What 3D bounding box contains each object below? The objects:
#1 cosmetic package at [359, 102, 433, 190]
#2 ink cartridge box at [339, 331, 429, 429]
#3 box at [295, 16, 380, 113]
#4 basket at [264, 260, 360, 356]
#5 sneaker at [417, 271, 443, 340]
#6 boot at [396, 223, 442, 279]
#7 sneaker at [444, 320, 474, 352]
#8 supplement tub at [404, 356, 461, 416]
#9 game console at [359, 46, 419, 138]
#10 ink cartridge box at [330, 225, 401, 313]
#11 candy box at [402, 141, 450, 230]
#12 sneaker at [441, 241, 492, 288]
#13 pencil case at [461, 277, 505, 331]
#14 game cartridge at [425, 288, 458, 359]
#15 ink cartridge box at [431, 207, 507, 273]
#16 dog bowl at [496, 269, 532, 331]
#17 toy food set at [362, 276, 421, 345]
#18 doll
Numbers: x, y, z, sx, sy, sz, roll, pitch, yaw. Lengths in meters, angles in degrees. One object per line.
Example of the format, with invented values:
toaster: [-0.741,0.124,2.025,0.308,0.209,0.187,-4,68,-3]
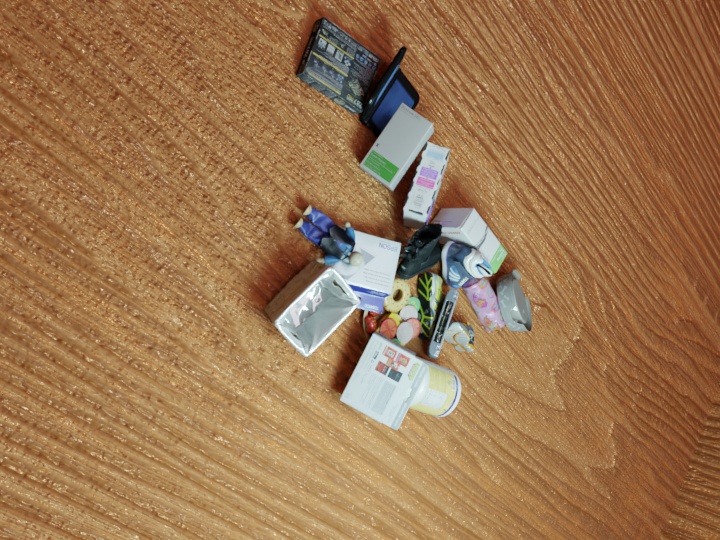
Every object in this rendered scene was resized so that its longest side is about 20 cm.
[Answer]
cosmetic package: [0.098,-0.327,1.664,0.107,0.085,0.201,34,95,8]
ink cartridge box: [0.068,0.295,1.676,0.174,0.084,0.202,28,92,6]
box: [-0.054,-0.528,1.621,0.199,0.049,0.163,24,78,-34]
basket: [-0.124,0.087,1.556,0.200,0.123,0.136,-44,117,-9]
sneaker: [0.211,0.108,1.844,0.076,0.075,0.203,4,96,-40]
boot: [0.186,-0.069,1.749,0.073,0.163,0.198,43,50,18]
sneaker: [0.304,0.186,1.894,0.200,0.077,0.078,53,48,-61]
supplement tub: [0.175,0.329,1.793,0.199,0.145,0.147,25,80,-33]
game console: [0.095,-0.466,1.694,0.116,0.176,0.201,31,74,-3]
ink cartridge box: [0.000,0.000,1.681,0.197,0.041,0.203,13,86,-22]
candy box: [0.181,-0.229,1.737,0.071,0.168,0.202,18,82,7]
sneaker: [0.318,0.008,1.831,0.081,0.146,0.201,-47,143,-23]
pencil case: [0.387,0.096,1.962,0.087,0.087,0.201,-44,116,-24]
game cartridge: [0.239,0.159,1.838,0.040,0.133,0.202,19,79,9]
ink cartridge box: [0.319,-0.090,1.858,0.200,0.145,0.084,48,68,-28]
dog bowl: [0.491,0.102,1.998,0.200,0.058,0.202,39,43,-50]
toy food set: [0.093,0.136,1.778,0.200,0.048,0.199,-47,118,-23]
doll: [-0.077,-0.076,1.608,0.199,0.048,0.137,36,83,-12]
